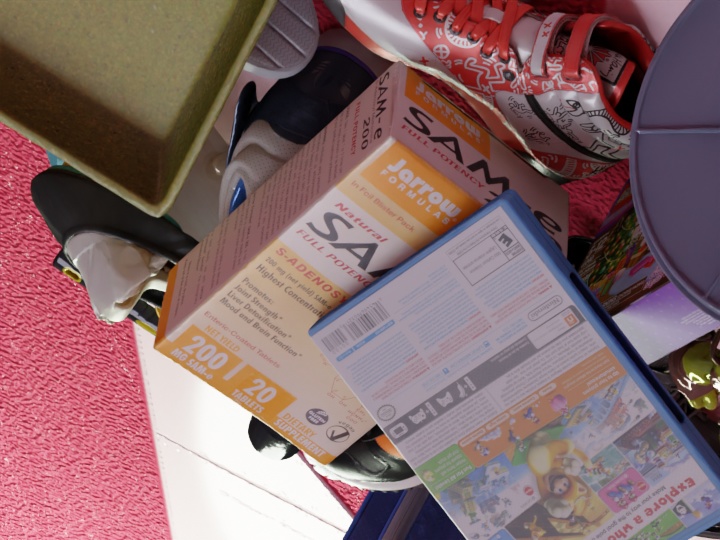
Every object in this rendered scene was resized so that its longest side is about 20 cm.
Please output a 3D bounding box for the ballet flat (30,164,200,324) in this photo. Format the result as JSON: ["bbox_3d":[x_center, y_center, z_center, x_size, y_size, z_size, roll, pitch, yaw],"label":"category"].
[{"bbox_3d":[-0.110,0.007,1.620,0.200,0.068,0.068,26,145,0],"label":"ballet flat"}]

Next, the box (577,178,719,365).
[{"bbox_3d":[0.172,-0.019,1.441,0.039,0.137,0.200,37,151,-10],"label":"box"}]

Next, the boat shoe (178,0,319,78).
[{"bbox_3d":[-0.104,-0.178,1.560,0.200,0.072,0.071,43,160,4],"label":"boat shoe"}]

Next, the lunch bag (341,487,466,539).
[{"bbox_3d":[0.062,0.184,1.803,0.132,0.200,0.136,18,154,30],"label":"lunch bag"}]

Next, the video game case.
[{"bbox_3d":[0.084,0.074,1.439,0.143,0.018,0.200,-35,96,30],"label":"video game case"}]

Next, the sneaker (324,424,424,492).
[{"bbox_3d":[0.046,0.076,1.647,0.200,0.070,0.090,-7,141,34],"label":"sneaker"}]

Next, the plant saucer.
[{"bbox_3d":[-0.138,-0.164,1.497,0.200,0.048,0.200,32,109,8],"label":"plant saucer"}]

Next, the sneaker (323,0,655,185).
[{"bbox_3d":[0.075,-0.126,1.449,0.201,0.067,0.108,40,150,-20],"label":"sneaker"}]

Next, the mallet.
[{"bbox_3d":[-0.106,0.043,1.764,0.200,0.041,0.066,39,143,-5],"label":"mallet"}]

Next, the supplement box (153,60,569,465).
[{"bbox_3d":[0.000,0.000,1.496,0.126,0.074,0.200,36,123,-20],"label":"supplement box"}]

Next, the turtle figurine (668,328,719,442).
[{"bbox_3d":[0.213,0.049,1.485,0.064,0.200,0.161,26,177,-11],"label":"turtle figurine"}]

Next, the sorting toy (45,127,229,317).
[{"bbox_3d":[-0.139,-0.049,1.761,0.200,0.107,0.180,52,168,-19],"label":"sorting toy"}]

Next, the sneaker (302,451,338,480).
[{"bbox_3d":[-0.024,0.071,1.835,0.088,0.081,0.200,12,155,50],"label":"sneaker"}]

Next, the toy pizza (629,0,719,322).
[{"bbox_3d":[0.217,-0.063,1.296,0.200,0.200,0.032,10,174,36],"label":"toy pizza"}]

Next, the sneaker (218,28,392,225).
[{"bbox_3d":[-0.040,-0.035,1.619,0.081,0.147,0.200,27,151,11],"label":"sneaker"}]

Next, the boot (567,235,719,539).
[{"bbox_3d":[0.178,0.069,1.645,0.200,0.069,0.174,32,152,7],"label":"boot"}]
